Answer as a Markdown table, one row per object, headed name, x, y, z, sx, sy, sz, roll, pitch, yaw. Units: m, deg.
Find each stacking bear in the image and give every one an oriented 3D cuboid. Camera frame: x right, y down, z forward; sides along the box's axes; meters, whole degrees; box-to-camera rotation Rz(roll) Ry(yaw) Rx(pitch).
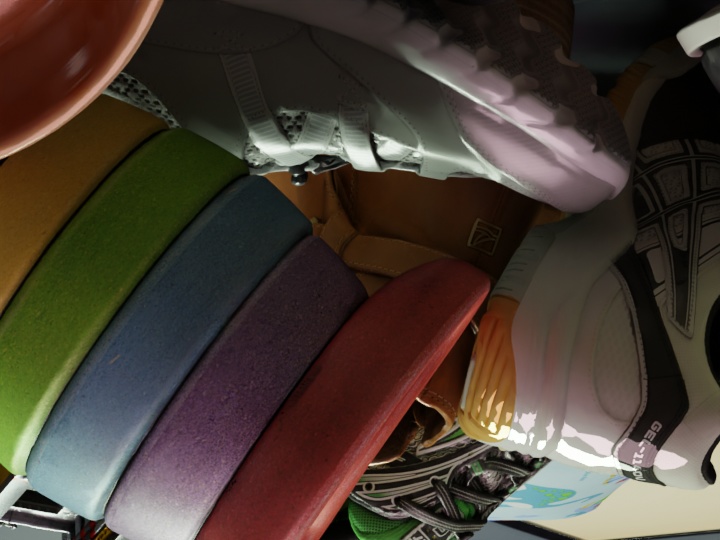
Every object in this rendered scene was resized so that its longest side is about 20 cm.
| name | x | y | z | sx | sy | sz | roll | pitch | yaw |
| --- | --- | --- | --- | --- | --- | --- | --- | --- | --- |
| stacking bear | -0.082 | -0.002 | 0.716 | 0.200 | 0.122 | 0.114 | 36 | -169 | 5 |

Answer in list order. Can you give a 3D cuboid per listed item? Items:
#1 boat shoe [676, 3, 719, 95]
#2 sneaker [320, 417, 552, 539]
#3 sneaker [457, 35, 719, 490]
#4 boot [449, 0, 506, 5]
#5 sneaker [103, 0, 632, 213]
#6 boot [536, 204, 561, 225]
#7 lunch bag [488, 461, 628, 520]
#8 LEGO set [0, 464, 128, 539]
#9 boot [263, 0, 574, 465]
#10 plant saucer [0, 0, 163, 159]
| name | x | y | z | sx | sy | sz | roll | pitch | yaw |
| --- | --- | --- | --- | --- | --- | --- | --- | --- | --- |
| boat shoe | 0.134 | -0.054 | 0.752 | 0.074 | 0.061 | 0.200 | -24 | 175 | 5 |
| sneaker | 0.039 | 0.062 | 0.903 | 0.199 | 0.085 | 0.078 | -18 | 140 | 21 |
| sneaker | 0.100 | 0.001 | 0.819 | 0.087 | 0.200 | 0.076 | 19 | 132 | 11 |
| boot | 0.039 | -0.116 | 0.647 | 0.200 | 0.070 | 0.131 | -15 | 157 | 43 |
| sneaker | -0.017 | -0.058 | 0.770 | 0.199 | 0.082 | 0.075 | 22 | -156 | -3 |
| boot | 0.134 | 0.051 | 0.951 | 0.199 | 0.189 | 0.069 | -4 | -159 | 3 |
| lunch bag | 0.016 | 0.039 | 1.064 | 0.199 | 0.128 | 0.170 | -4 | 164 | -9 |
| LEGO set | -0.145 | 0.031 | 0.903 | 0.199 | 0.154 | 0.116 | 5 | 147 | -31 |
| boot | 0.000 | 0.000 | 0.873 | 0.077 | 0.156 | 0.200 | 27 | 154 | -25 |
| plant saucer | -0.136 | -0.111 | 0.617 | 0.199 | 0.032 | 0.201 | 5 | 126 | 7 |
